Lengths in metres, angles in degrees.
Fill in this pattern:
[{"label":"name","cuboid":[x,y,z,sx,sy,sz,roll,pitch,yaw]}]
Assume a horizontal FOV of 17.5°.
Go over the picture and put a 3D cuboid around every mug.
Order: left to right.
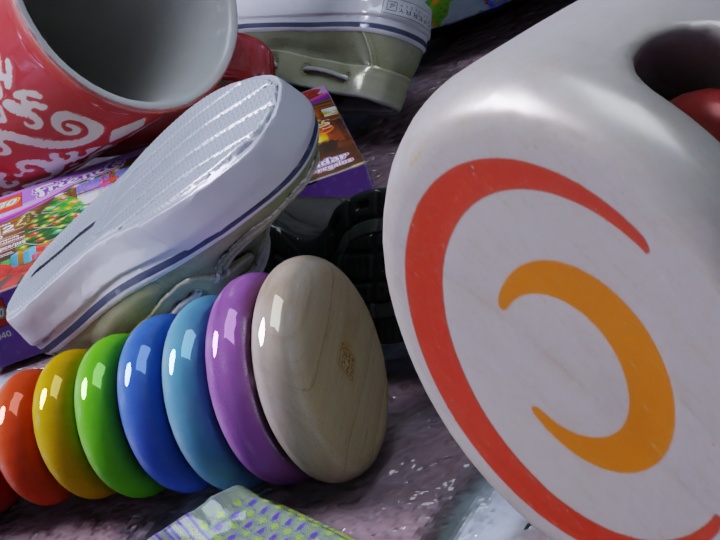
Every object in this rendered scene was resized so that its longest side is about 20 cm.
[{"label":"mug","cuboid":[-0.156,-0.092,1.208,0.200,0.177,0.134,-30,26,47]}]

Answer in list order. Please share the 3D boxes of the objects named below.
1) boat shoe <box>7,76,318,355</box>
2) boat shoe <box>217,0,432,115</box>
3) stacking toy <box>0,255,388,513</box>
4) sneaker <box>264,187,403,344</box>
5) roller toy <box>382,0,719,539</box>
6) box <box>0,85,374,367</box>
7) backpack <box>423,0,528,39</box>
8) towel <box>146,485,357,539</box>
[{"label":"boat shoe","cuboid":[-0.070,-0.013,0.942,0.200,0.062,0.072,-32,28,48]},{"label":"boat shoe","cuboid":[-0.037,-0.112,1.262,0.199,0.072,0.063,-3,68,58]},{"label":"stacking toy","cuboid":[-0.092,0.055,0.908,0.198,0.086,0.085,-13,22,25]},{"label":"sneaker","cuboid":[0.000,0.000,0.982,0.090,0.077,0.199,-8,7,-39]},{"label":"roller toy","cuboid":[0.113,-0.004,0.738,0.139,0.184,0.199,-32,26,-33]},{"label":"box","cuboid":[-0.095,-0.025,1.137,0.198,0.039,0.137,-20,21,-3]},{"label":"backpack","cuboid":[0.053,-0.203,1.331,0.200,0.154,0.163,-39,34,-15]},{"label":"towel","cuboid":[-0.075,0.136,0.772,0.199,0.023,0.143,-30,24,-26]}]
